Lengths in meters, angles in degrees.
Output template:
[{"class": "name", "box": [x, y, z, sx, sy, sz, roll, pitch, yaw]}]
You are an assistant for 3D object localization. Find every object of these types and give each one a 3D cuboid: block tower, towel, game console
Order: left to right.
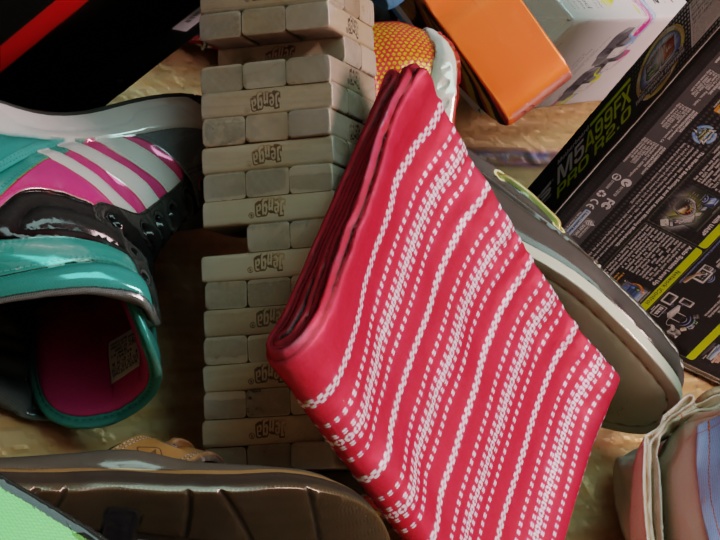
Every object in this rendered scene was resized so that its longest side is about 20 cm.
[{"class": "game console", "box": [-0.103, -0.122, 0.788, 0.177, 0.200, 0.031, 1, 63, -51]}, {"class": "block tower", "box": [-0.026, -0.015, 0.796, 0.058, 0.054, 0.200, 14, 73, -70]}, {"class": "towel", "box": [0.038, 0.037, 0.804, 0.200, 0.022, 0.145, 55, 45, -38]}]

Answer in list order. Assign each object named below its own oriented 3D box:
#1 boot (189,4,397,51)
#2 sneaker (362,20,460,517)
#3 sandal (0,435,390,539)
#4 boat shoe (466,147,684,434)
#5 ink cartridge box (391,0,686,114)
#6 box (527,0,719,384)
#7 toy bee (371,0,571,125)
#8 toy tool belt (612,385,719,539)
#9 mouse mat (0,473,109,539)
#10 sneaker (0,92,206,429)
[{"class": "boot", "box": [-0.064, -0.112, 0.933, 0.144, 0.072, 0.200, 47, 37, 7]}, {"class": "sneaker", "box": [0.000, 0.000, 0.854, 0.077, 0.073, 0.200, 1, 76, -1]}, {"class": "sandal", "box": [-0.079, 0.091, 0.741, 0.200, 0.082, 0.055, 7, 27, -24]}, {"class": "boat shoe", "box": [0.061, -0.006, 0.926, 0.201, 0.072, 0.061, 35, 44, -1]}, {"class": "ink cartridge box", "box": [0.087, -0.143, 1.041, 0.115, 0.068, 0.200, 52, 26, 13]}, {"class": "box", "box": [0.180, -0.037, 0.947, 0.160, 0.200, 0.044, 24, 42, -16]}, {"class": "toy bee", "box": [0.018, -0.159, 0.912, 0.131, 0.200, 0.109, -17, 16, -10]}, {"class": "toy tool belt", "box": [0.181, 0.131, 0.851, 0.125, 0.123, 0.200, 8, 50, -33]}, {"class": "mouse mat", "box": [-0.157, 0.122, 0.641, 0.200, 0.008, 0.161, 33, 64, -10]}, {"class": "sneaker", "box": [-0.093, -0.003, 0.796, 0.200, 0.084, 0.121, -3, 59, -44]}]
